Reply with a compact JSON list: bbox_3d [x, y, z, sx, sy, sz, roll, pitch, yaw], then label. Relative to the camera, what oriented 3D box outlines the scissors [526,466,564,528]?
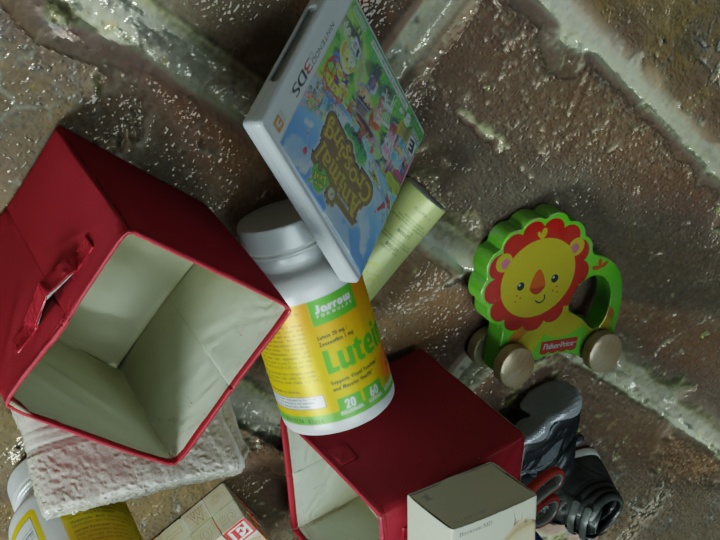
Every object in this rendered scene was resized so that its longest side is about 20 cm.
[{"bbox_3d":[0.131,0.267,1.309,0.200,0.014,0.073,-32,137,-25],"label":"scissors"}]

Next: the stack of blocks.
[{"bbox_3d":[-0.183,0.330,1.385,0.200,0.059,0.115,-39,133,-4],"label":"stack of blocks"}]

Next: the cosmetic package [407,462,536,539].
[{"bbox_3d":[0.104,0.295,1.246,0.103,0.073,0.201,-17,119,-29],"label":"cosmetic package"}]

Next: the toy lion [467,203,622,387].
[{"bbox_3d":[0.202,0.021,1.426,0.199,0.069,0.193,-5,115,-30],"label":"toy lion"}]

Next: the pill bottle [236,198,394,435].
[{"bbox_3d":[-0.046,0.039,1.214,0.111,0.111,0.201,-23,111,-17],"label":"pill bottle"}]

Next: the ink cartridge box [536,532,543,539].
[{"bbox_3d":[0.121,0.306,1.466,0.199,0.200,0.041,-10,125,-26],"label":"ink cartridge box"}]

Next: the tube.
[{"bbox_3d":[0.000,0.000,1.282,0.200,0.058,0.052,-48,161,10],"label":"tube"}]

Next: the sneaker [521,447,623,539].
[{"bbox_3d":[0.228,0.289,1.595,0.199,0.099,0.071,-20,131,-19],"label":"sneaker"}]

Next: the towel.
[{"bbox_3d":[-0.207,0.141,1.193,0.199,0.133,0.035,-11,156,-28],"label":"towel"}]

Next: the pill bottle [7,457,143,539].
[{"bbox_3d":[-0.251,0.255,1.187,0.111,0.200,0.112,-19,136,-19],"label":"pill bottle"}]

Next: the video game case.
[{"bbox_3d":[-0.015,-0.121,1.135,0.200,0.022,0.183,59,45,-43],"label":"video game case"}]

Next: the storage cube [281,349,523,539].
[{"bbox_3d":[0.043,0.218,1.355,0.179,0.200,0.172,-23,130,-26],"label":"storage cube"}]

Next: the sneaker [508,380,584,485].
[{"bbox_3d":[0.181,0.221,1.532,0.200,0.075,0.114,-32,130,-13],"label":"sneaker"}]

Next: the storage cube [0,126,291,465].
[{"bbox_3d":[-0.199,0.022,1.080,0.200,0.180,0.171,28,103,-43],"label":"storage cube"}]
